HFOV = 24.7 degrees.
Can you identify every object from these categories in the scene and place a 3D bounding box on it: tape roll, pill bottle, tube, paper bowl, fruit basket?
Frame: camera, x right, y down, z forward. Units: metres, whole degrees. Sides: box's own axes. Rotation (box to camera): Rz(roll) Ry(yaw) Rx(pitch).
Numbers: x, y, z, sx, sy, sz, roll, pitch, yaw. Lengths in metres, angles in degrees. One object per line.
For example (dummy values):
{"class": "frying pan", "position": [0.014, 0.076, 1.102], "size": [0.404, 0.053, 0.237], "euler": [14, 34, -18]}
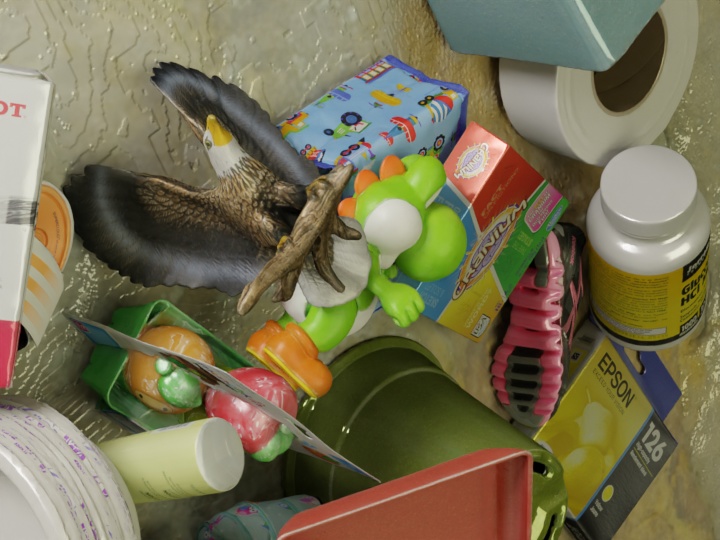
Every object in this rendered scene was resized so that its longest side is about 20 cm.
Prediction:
{"class": "tape roll", "position": [0.215, -0.198, 1.461], "size": [0.201, 0.071, 0.204], "euler": [-20, 121, -37]}
{"class": "pill bottle", "position": [0.264, -0.021, 1.505], "size": [0.113, 0.112, 0.201], "euler": [-47, 152, -20]}
{"class": "tube", "position": [-0.171, 0.145, 1.164], "size": [0.052, 0.199, 0.058], "euler": [-39, 111, -53]}
{"class": "paper bowl", "position": [-0.229, 0.183, 1.109], "size": [0.104, 0.199, 0.203], "euler": [-24, 120, -52]}
{"class": "fruit basket", "position": [-0.106, 0.099, 1.192], "size": [0.185, 0.199, 0.094], "euler": [41, 77, -43]}

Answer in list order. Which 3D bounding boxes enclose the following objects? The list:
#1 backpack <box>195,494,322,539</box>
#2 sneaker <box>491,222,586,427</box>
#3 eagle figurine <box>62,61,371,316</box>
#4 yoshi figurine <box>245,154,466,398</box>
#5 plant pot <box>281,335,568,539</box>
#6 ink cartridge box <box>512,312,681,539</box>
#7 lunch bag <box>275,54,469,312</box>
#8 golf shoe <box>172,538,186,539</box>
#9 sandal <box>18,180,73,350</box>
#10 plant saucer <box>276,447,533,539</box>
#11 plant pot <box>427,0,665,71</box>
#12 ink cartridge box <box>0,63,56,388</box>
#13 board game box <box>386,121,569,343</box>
{"class": "backpack", "position": [-0.066, 0.285, 1.327], "size": [0.126, 0.166, 0.202], "euler": [-6, 102, -35]}
{"class": "sneaker", "position": [0.177, 0.046, 1.526], "size": [0.095, 0.079, 0.202], "euler": [-19, 118, -49]}
{"class": "eagle figurine", "position": [-0.091, -0.057, 1.159], "size": [0.151, 0.199, 0.152], "euler": [-14, 114, -43]}
{"class": "yoshi figurine", "position": [0.012, 0.010, 1.229], "size": [0.200, 0.112, 0.112], "euler": [-52, 156, -11]}
{"class": "plant pot", "position": [0.068, 0.177, 1.383], "size": [0.199, 0.189, 0.202], "euler": [-15, 113, -38]}
{"class": "ink cartridge box", "position": [0.246, 0.151, 1.637], "size": [0.200, 0.047, 0.198], "euler": [-51, 130, -14]}
{"class": "lunch bag", "position": [0.010, -0.047, 1.340], "size": [0.150, 0.094, 0.201], "euler": [-35, 137, -33]}
{"class": "golf shoe", "position": [-0.152, 0.307, 1.304], "size": [0.088, 0.077, 0.201], "euler": [-65, 168, -55]}
{"class": "sandal", "position": [-0.254, 0.037, 1.134], "size": [0.079, 0.059, 0.208], "euler": [41, 76, -42]}
{"class": "plant saucer", "position": [0.032, 0.222, 1.224], "size": [0.198, 0.037, 0.201], "euler": [-17, 132, -14]}
{"class": "plant pot", "position": [0.138, -0.303, 1.293], "size": [0.196, 0.196, 0.200], "euler": [-51, 125, -17]}
{"class": "ink cartridge box", "position": [-0.280, -0.038, 1.034], "size": [0.144, 0.083, 0.202], "euler": [8, 100, -16]}
{"class": "board game box", "position": [0.096, -0.026, 1.375], "size": [0.154, 0.040, 0.200], "euler": [-57, 157, 3]}
